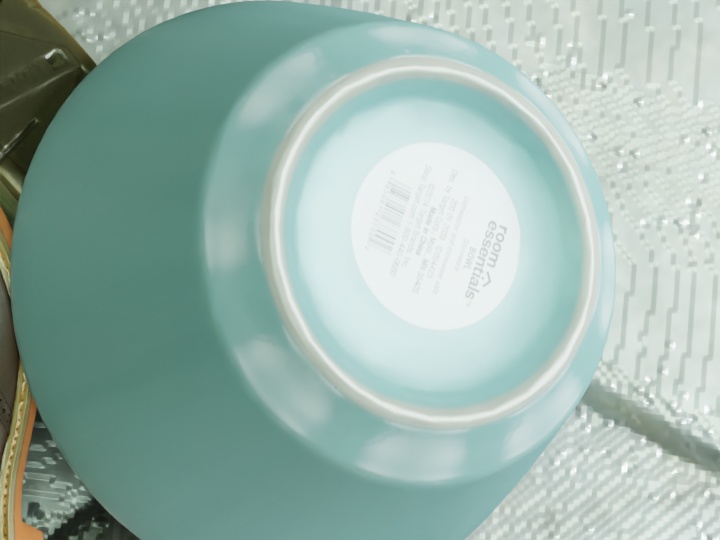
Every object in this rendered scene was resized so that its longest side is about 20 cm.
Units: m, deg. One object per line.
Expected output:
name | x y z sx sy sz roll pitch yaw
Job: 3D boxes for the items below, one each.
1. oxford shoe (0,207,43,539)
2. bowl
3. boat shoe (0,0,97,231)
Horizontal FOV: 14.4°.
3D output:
oxford shoe | -0.146 0.044 0.899 0.071 0.073 0.200 -16 78 35
bowl | 0.000 0.000 0.899 0.201 0.105 0.201 5 79 -25
boat shoe | -0.143 -0.088 0.969 0.073 0.063 0.201 -29 75 -29
